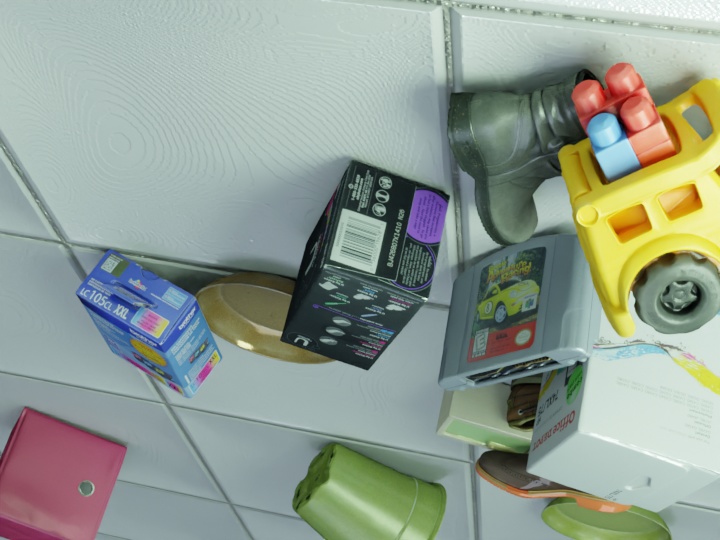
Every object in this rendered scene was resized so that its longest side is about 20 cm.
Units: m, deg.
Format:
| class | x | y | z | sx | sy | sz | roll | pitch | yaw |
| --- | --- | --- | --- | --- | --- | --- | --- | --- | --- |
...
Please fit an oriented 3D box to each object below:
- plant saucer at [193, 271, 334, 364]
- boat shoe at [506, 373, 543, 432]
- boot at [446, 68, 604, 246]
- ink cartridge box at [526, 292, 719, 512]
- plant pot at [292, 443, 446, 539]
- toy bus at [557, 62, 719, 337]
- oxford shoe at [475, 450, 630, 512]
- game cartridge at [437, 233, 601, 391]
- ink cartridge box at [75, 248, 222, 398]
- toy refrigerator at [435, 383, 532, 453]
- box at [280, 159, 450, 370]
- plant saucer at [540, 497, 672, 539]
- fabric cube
| class | x | y | z | sx | sy | sz | roll | pitch | yaw |
| --- | --- | --- | --- | --- | --- | --- | --- | --- | --- |
| plant saucer | -0.103 | 0.053 | 1.396 | 0.198 | 0.036 | 0.201 | 12 | 152 | 7 |
| boat shoe | 0.270 | 0.165 | 1.378 | 0.198 | 0.069 | 0.072 | -5 | 145 | 32 |
| boot | 0.159 | -0.086 | 0.976 | 0.129 | 0.068 | 0.200 | -4 | 149 | 22 |
| ink cartridge box | 0.265 | 0.106 | 1.126 | 0.144 | 0.202 | 0.147 | 18 | 153 | -5 |
| plant pot | 0.000 | 0.370 | 1.800 | 0.189 | 0.201 | 0.200 | 34 | 149 | -12 |
| toy bus | 0.246 | -0.076 | 0.873 | 0.198 | 0.136 | 0.193 | -23 | 118 | 15 |
| oxford shoe | 0.237 | 0.237 | 1.419 | 0.198 | 0.071 | 0.073 | 6 | 114 | 21 |
| game cartridge | 0.154 | 0.038 | 1.129 | 0.041 | 0.134 | 0.199 | 29 | 150 | -27 |
| ink cartridge box | -0.259 | 0.060 | 1.411 | 0.135 | 0.077 | 0.201 | 27 | 155 | 19 |
| toy refrigerator | 0.202 | 0.199 | 1.476 | 0.198 | 0.071 | 0.076 | 17 | 153 | -4 |
| box | 0.000 | 0.000 | 1.149 | 0.105 | 0.123 | 0.200 | 19 | 152 | -8 |
| plant saucer | 0.376 | 0.379 | 1.766 | 0.198 | 0.031 | 0.201 | 13 | 153 | 6 |
| fabric cube | -0.561 | 0.390 | 2.091 | 0.198 | 0.198 | 0.200 | 24 | 152 | -14 |
